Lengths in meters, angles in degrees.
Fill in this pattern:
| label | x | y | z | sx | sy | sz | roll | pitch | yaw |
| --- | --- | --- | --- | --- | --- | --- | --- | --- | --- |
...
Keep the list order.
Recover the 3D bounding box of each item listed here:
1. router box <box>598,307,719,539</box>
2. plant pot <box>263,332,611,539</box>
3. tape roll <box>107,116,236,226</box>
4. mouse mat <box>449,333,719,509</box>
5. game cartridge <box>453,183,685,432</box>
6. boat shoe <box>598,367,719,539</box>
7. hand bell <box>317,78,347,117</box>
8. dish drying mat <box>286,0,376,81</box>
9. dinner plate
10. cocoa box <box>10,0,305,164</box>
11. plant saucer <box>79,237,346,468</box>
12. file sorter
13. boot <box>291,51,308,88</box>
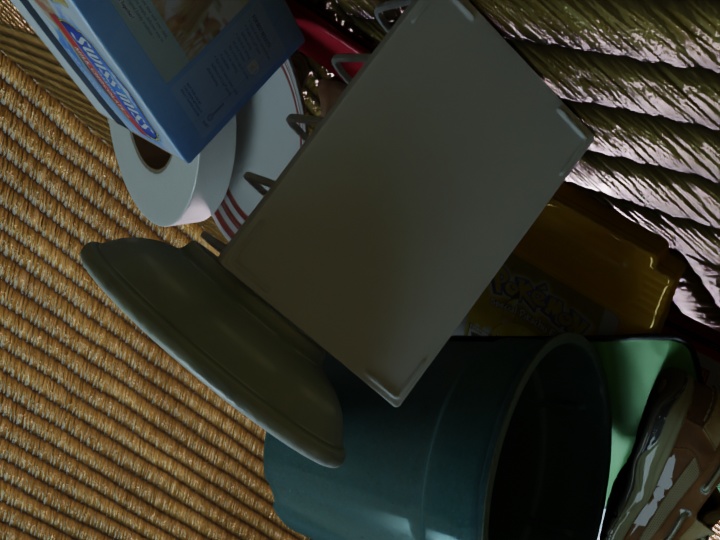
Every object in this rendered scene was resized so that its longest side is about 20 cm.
| label | x | y | z | sx | sy | sz | roll | pitch | yaw |
| --- | --- | --- | --- | --- | --- | --- | --- | --- | --- |
| router box | 0.209 | 0.122 | 0.800 | 0.048 | 0.204 | 0.178 | -15 | -145 | -41 |
| plant pot | 0.049 | 0.131 | 0.699 | 0.193 | 0.203 | 0.200 | 7 | 155 | 35 |
| tape roll | -0.169 | -0.141 | 0.872 | 0.036 | 0.207 | 0.202 | -11 | -157 | -33 |
| mouse mat | 0.164 | 0.115 | 0.744 | 0.197 | 0.008 | 0.163 | -3 | 120 | 34 |
| game cartridge | 0.135 | 0.028 | 0.748 | 0.175 | 0.032 | 0.203 | 33 | 137 | 27 |
| boat shoe | 0.213 | 0.161 | 0.690 | 0.072 | 0.076 | 0.203 | 18 | 130 | 13 |
| hand bell | -0.039 | -0.044 | 0.830 | 0.103 | 0.203 | 0.104 | 29 | 177 | 2 |
| dish drying mat | -0.049 | -0.189 | 0.761 | 0.198 | 0.018 | 0.077 | 35 | 171 | 12 |
| dinner plate | -0.089 | -0.112 | 0.813 | 0.024 | 0.205 | 0.199 | -10 | -157 | -34 |
| cocoa box | -0.152 | -0.199 | 0.667 | 0.130 | 0.134 | 0.201 | 30 | 161 | 39 |
| plant saucer | -0.074 | 0.035 | 0.598 | 0.199 | 0.050 | 0.200 | 41 | 177 | 2 |
| file sorter | 0.014 | -0.052 | 0.621 | 0.138 | 0.201 | 0.124 | 39 | 175 | -22 |
| boot | -0.127 | -0.198 | 0.911 | 0.156 | 0.077 | 0.200 | 49 | 169 | -3 |
